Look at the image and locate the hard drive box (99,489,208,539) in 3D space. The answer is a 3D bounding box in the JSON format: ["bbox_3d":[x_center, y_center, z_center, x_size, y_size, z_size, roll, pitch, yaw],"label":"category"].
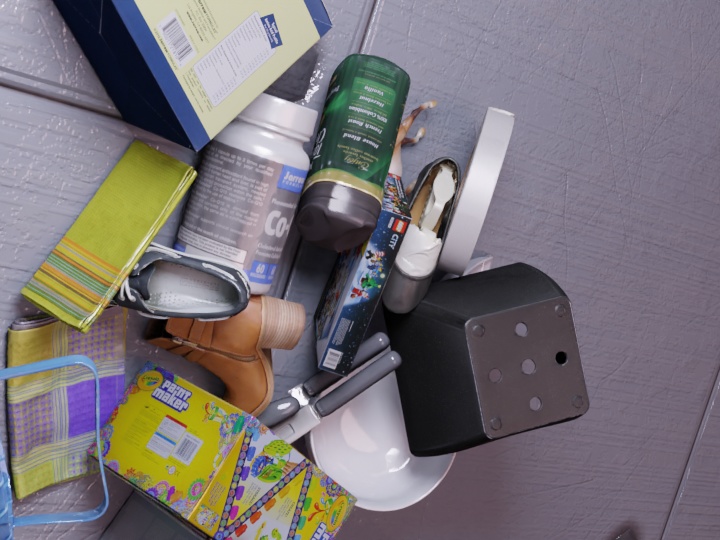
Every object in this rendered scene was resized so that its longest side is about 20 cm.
[{"bbox_3d":[-0.171,0.343,1.620,0.077,0.199,0.156,-54,135,-11],"label":"hard drive box"}]

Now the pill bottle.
[{"bbox_3d":[-0.119,-0.087,1.554,0.113,0.113,0.202,13,98,-45],"label":"pill bottle"}]

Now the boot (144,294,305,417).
[{"bbox_3d":[-0.162,0.093,1.609,0.153,0.077,0.201,8,143,-22],"label":"boot"}]

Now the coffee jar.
[{"bbox_3d":[-0.009,-0.125,1.589,0.084,0.104,0.202,18,66,-12],"label":"coffee jar"}]

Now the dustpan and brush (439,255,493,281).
[{"bbox_3d":[0.110,0.058,1.871,0.198,0.057,0.142,-5,110,-42],"label":"dustpan and brush"}]

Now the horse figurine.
[{"bbox_3d":[0.037,-0.118,1.737,0.132,0.050,0.203,-19,117,-44],"label":"horse figurine"}]

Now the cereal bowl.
[{"bbox_3d":[0.019,0.188,1.798,0.197,0.083,0.203,0,90,-19],"label":"cereal bowl"}]

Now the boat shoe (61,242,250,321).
[{"bbox_3d":[-0.208,0.008,1.473,0.197,0.060,0.077,3,99,-3],"label":"boat shoe"}]

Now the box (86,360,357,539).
[{"bbox_3d":[-0.146,0.218,1.552,0.193,0.199,0.123,44,74,-41],"label":"box"}]

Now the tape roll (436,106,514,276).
[{"bbox_3d":[0.137,-0.094,1.763,0.203,0.037,0.205,18,90,-88],"label":"tape roll"}]

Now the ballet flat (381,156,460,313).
[{"bbox_3d":[0.069,-0.049,1.689,0.067,0.068,0.202,22,64,-8],"label":"ballet flat"}]

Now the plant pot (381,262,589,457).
[{"bbox_3d":[0.159,0.108,1.710,0.197,0.177,0.203,-12,95,-18],"label":"plant pot"}]

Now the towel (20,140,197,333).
[{"bbox_3d":[-0.250,-0.038,1.459,0.201,0.085,0.018,-57,158,-17],"label":"towel"}]

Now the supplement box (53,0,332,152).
[{"bbox_3d":[-0.166,-0.265,1.419,0.200,0.134,0.201,-45,132,-21],"label":"supplement box"}]

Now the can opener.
[{"bbox_3d":[-0.043,0.143,1.701,0.199,0.053,0.066,-33,172,-1],"label":"can opener"}]

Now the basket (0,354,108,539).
[{"bbox_3d":[-0.345,0.171,1.410,0.197,0.139,0.179,-3,113,-10],"label":"basket"}]

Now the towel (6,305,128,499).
[{"bbox_3d":[-0.303,0.131,1.533,0.142,0.023,0.203,-12,114,-41],"label":"towel"}]

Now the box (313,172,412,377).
[{"bbox_3d":[0.000,0.000,1.662,0.037,0.137,0.202,18,111,-11],"label":"box"}]
